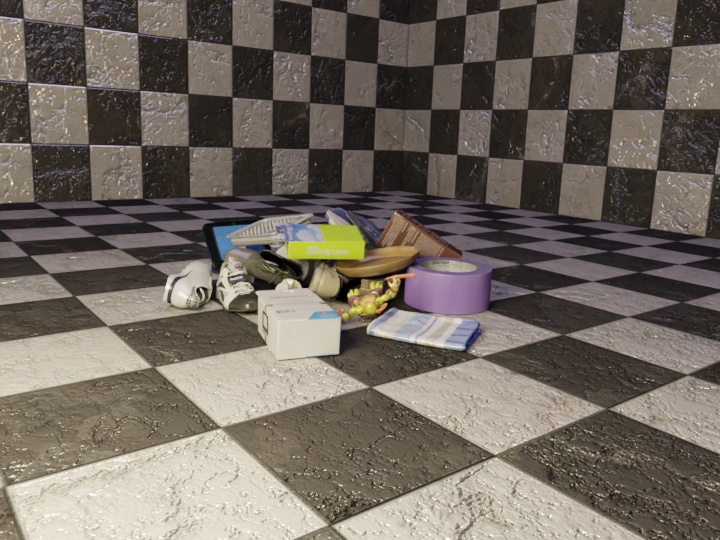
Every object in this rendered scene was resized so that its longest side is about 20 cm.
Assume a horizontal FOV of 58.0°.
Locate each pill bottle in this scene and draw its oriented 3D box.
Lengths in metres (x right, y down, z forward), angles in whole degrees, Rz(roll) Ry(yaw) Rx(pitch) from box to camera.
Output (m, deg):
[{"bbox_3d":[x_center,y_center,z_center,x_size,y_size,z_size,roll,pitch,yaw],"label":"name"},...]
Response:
[{"bbox_3d":[-0.135,-0.029,1.602,0.110,0.118,0.200,6,13,16],"label":"pill bottle"}]

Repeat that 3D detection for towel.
[{"bbox_3d":[0.122,0.109,1.234,0.194,0.025,0.146,8,14,23],"label":"towel"}]

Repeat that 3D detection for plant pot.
[{"bbox_3d":[0.039,-0.018,1.463,0.193,0.028,0.200,-10,11,2],"label":"plant pot"}]

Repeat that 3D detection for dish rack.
[{"bbox_3d":[-0.227,-0.097,1.659,0.195,0.045,0.171,-1,21,37],"label":"dish rack"}]

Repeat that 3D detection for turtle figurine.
[{"bbox_3d":[0.025,0.061,1.302,0.197,0.065,0.161,-32,6,1],"label":"turtle figurine"}]

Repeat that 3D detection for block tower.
[{"bbox_3d":[0.053,0.031,1.507,0.056,0.056,0.200,7,13,16],"label":"block tower"}]

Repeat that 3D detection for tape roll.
[{"bbox_3d":[0.196,0.031,1.464,0.193,0.088,0.200,3,13,-1],"label":"tape roll"}]

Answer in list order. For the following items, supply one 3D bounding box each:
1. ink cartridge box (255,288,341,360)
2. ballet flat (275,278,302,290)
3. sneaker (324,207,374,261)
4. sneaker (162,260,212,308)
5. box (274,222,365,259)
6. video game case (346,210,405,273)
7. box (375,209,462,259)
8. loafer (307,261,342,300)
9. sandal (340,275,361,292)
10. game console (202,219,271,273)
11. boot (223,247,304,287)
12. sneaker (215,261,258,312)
[{"bbox_3d":[-0.117,0.090,1.162,0.112,0.069,0.199,-2,13,-20],"label":"ink cartridge box"},{"bbox_3d":[-0.150,0.051,1.345,0.067,0.072,0.200,4,12,9],"label":"ballet flat"},{"bbox_3d":[-0.040,-0.061,1.719,0.200,0.116,0.080,50,32,19],"label":"sneaker"},{"bbox_3d":[-0.351,0.037,1.393,0.078,0.079,0.200,15,18,4],"label":"sneaker"},{"bbox_3d":[-0.095,-0.067,1.474,0.193,0.049,0.122,1,22,-13],"label":"box"},{"bbox_3d":[0.055,-0.070,1.707,0.201,0.019,0.142,50,14,27],"label":"video game case"},{"bbox_3d":[0.146,-0.054,1.608,0.198,0.102,0.075,36,17,7],"label":"box"},{"bbox_3d":[-0.075,0.030,1.451,0.067,0.077,0.200,26,7,-1],"label":"loafer"},{"bbox_3d":[0.000,-0.001,1.574,0.048,0.075,0.199,52,30,12],"label":"sandal"},{"bbox_3d":[-0.291,-0.059,1.700,0.196,0.123,0.168,-10,16,-43],"label":"game console"},{"bbox_3d":[-0.213,-0.019,1.431,0.195,0.069,0.131,21,-21,2],"label":"boot"},{"bbox_3d":[-0.262,0.031,1.368,0.072,0.092,0.198,-3,15,-31],"label":"sneaker"}]
